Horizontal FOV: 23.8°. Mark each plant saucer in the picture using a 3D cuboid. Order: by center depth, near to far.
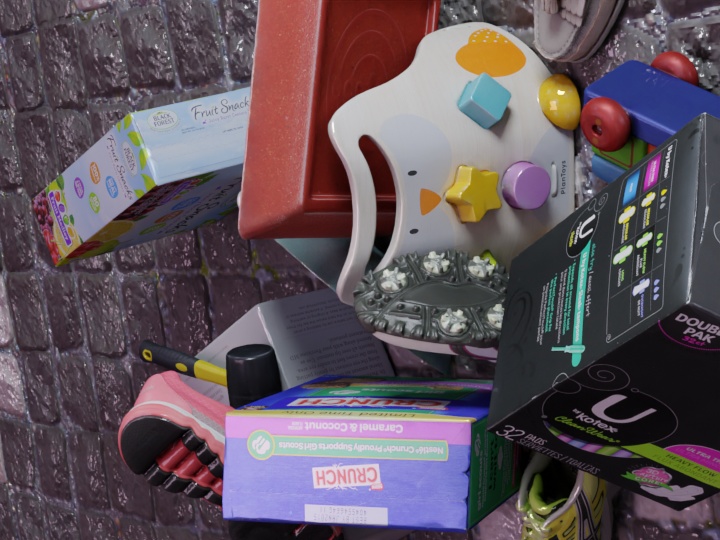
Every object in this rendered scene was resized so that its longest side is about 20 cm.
[{"bbox_3d":[-0.004,-0.120,1.139,0.036,0.199,0.202,8,96,30],"label":"plant saucer"},{"bbox_3d":[0.000,0.000,1.255,0.039,0.201,0.201,-51,52,3],"label":"plant saucer"}]

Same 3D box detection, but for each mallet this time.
[{"bbox_3d":[-0.122,0.090,1.359,0.199,0.041,0.067,0,103,57],"label":"mallet"}]

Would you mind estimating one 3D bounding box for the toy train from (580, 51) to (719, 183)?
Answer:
[{"bbox_3d":[0.222,-0.040,1.018,0.199,0.084,0.117,31,140,35],"label":"toy train"}]

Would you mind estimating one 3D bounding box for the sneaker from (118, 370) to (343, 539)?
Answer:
[{"bbox_3d":[-0.085,0.142,1.253,0.200,0.087,0.074,41,117,-20],"label":"sneaker"}]

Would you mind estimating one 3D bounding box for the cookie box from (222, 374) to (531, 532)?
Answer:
[{"bbox_3d":[0.020,0.120,1.163,0.169,0.200,0.076,1,94,18],"label":"cookie box"}]

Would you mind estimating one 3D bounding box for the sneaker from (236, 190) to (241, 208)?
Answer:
[{"bbox_3d":[-0.012,-0.077,1.300,0.199,0.080,0.077,-27,77,49],"label":"sneaker"}]

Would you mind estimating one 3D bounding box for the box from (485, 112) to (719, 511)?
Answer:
[{"bbox_3d":[0.187,0.031,0.966,0.200,0.148,0.125,-41,32,53],"label":"box"}]

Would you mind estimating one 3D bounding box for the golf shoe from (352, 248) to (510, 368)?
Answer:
[{"bbox_3d":[0.089,0.039,1.110,0.089,0.198,0.078,105,159,-45],"label":"golf shoe"}]

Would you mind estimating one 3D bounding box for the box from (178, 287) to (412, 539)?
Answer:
[{"bbox_3d":[-0.042,0.136,1.379,0.152,0.106,0.202,-37,71,50],"label":"box"}]

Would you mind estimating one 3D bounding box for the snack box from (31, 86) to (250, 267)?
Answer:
[{"bbox_3d":[-0.152,-0.080,1.408,0.200,0.168,0.068,-28,82,51],"label":"snack box"}]

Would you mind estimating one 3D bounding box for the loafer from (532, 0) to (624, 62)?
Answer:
[{"bbox_3d":[0.137,-0.222,1.074,0.072,0.062,0.201,42,131,36],"label":"loafer"}]

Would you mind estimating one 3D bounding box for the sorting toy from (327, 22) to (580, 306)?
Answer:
[{"bbox_3d":[0.051,-0.053,1.140,0.106,0.179,0.202,14,112,50],"label":"sorting toy"}]

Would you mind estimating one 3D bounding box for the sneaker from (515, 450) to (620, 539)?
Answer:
[{"bbox_3d":[0.135,0.168,1.184,0.075,0.076,0.202,33,126,40],"label":"sneaker"}]
